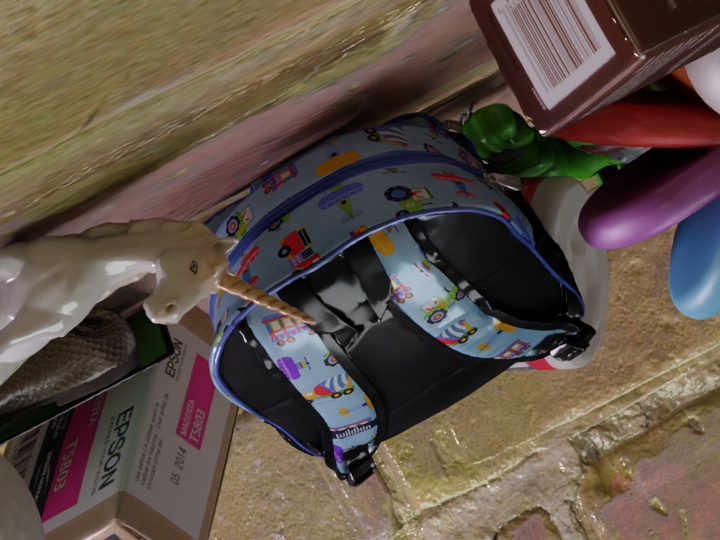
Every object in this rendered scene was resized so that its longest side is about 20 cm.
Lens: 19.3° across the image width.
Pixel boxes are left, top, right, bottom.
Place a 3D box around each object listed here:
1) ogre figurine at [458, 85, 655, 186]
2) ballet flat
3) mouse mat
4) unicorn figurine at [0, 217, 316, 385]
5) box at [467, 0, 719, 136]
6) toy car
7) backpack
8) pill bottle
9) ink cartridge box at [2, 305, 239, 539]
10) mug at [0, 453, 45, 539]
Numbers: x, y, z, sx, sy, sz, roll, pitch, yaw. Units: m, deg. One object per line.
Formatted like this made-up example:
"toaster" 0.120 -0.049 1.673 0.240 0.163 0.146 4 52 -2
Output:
"ogre figurine" 0.147 -0.092 1.242 0.200 0.098 0.120 -40 168 -20
"ballet flat" -0.216 0.070 1.144 0.200 0.046 0.067 -24 -168 2
"mouse mat" -0.183 0.070 1.230 0.161 0.008 0.200 -28 -169 -3
"unicorn figurine" -0.142 0.021 0.887 0.200 0.074 0.137 -10 -168 46
"box" 0.154 -0.138 0.873 0.200 0.075 0.100 -26 175 -24
"toy car" 0.170 -0.065 1.042 0.150 0.200 0.175 -25 -169 -3
"backpack" 0.000 0.000 1.068 0.182 0.135 0.200 -31 152 10
"pill bottle" 0.035 0.006 1.232 0.200 0.111 0.111 -3 -173 24
"ink cartridge box" -0.163 0.133 1.356 0.165 0.075 0.200 -33 -150 32
"mug" -0.226 0.119 0.789 0.200 0.148 0.175 -13 175 30
